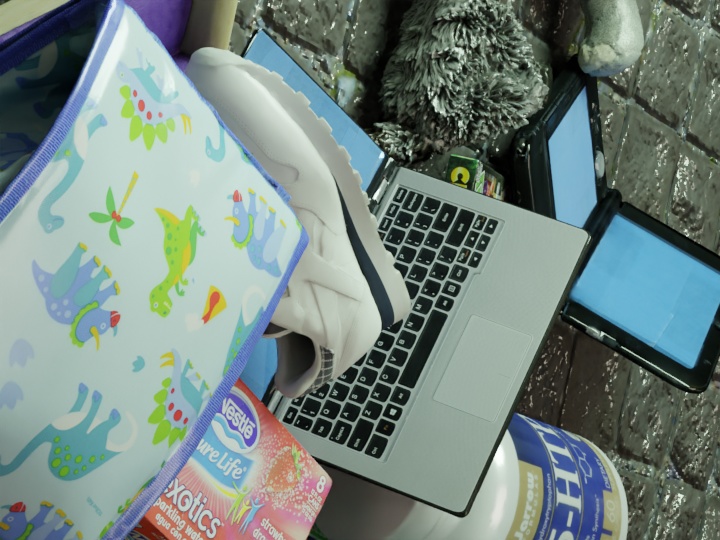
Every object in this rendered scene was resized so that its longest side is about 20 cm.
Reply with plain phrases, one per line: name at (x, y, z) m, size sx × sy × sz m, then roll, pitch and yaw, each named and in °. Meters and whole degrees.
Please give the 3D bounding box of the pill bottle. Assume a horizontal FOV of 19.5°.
pill bottle at (0.062, 0.137, 1.253) m, size 0.199 × 0.119 × 0.121 m, roll 22°, pitch 80°, yaw -49°

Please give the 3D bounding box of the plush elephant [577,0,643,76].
plush elephant at (0.169, -0.251, 1.350) m, size 0.155 × 0.164 × 0.201 m, roll 8°, pitch 62°, yaw -65°

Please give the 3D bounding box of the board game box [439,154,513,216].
board game box at (0.075, -0.008, 1.322) m, size 0.200 × 0.023 × 0.106 m, roll 15°, pitch 89°, yaw -75°

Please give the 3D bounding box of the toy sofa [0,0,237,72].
toy sofa at (-0.134, -0.092, 1.015) m, size 0.200 × 0.097 × 0.083 m, roll -36°, pitch 151°, yaw -42°

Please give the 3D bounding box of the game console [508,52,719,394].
game console at (0.182, -0.037, 1.392) m, size 0.200 × 0.115 × 0.177 m, roll -52°, pitch 138°, yaw -61°

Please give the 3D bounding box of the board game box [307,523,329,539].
board game box at (-0.013, 0.135, 1.284) m, size 0.200 × 0.034 × 0.136 m, roll 40°, pitch 65°, yaw -48°

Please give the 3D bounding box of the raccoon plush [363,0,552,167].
raccoon plush at (0.038, -0.138, 1.260) m, size 0.200 × 0.096 × 0.135 m, roll -41°, pitch 119°, yaw -40°

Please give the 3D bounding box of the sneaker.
sneaker at (-0.043, -0.022, 1.050) m, size 0.080 × 0.076 × 0.201 m, roll -41°, pitch 127°, yaw -16°

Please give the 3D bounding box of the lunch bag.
lunch bag at (-0.130, 0.002, 0.896) m, size 0.200 × 0.127 × 0.170 m, roll -47°, pitch 133°, yaw -9°

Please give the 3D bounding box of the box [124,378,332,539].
box at (-0.113, 0.092, 1.096) m, size 0.200 × 0.099 × 0.096 m, roll 51°, pitch 58°, yaw -43°

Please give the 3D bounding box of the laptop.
laptop at (0.000, 0.000, 1.145) m, size 0.116 × 0.199 × 0.188 m, roll 76°, pitch 38°, yaw -62°
